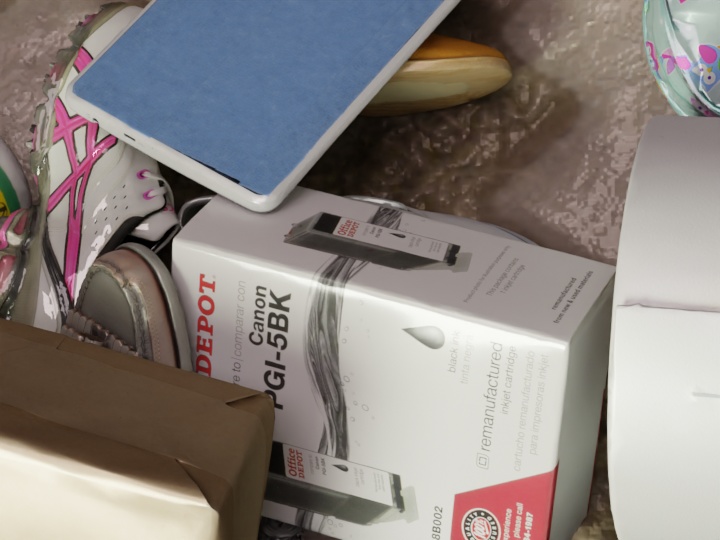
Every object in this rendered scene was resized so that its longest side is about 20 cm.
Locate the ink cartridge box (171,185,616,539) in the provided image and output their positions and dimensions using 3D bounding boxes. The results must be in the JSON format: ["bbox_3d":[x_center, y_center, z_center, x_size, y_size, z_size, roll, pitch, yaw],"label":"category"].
[{"bbox_3d":[0.011,0.053,1.112,0.199,0.083,0.147,14,120,18],"label":"ink cartridge box"}]

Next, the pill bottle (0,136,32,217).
[{"bbox_3d":[-0.261,0.007,1.170,0.112,0.113,0.200,19,45,18],"label":"pill bottle"}]

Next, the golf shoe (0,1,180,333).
[{"bbox_3d":[-0.128,-0.042,1.191,0.092,0.073,0.201,10,71,15],"label":"golf shoe"}]

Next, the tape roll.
[{"bbox_3d":[0.162,0.031,1.056,0.071,0.202,0.203,5,75,15],"label":"tape roll"}]

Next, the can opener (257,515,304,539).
[{"bbox_3d":[-0.023,0.181,1.116,0.200,0.063,0.079,43,131,40],"label":"can opener"}]

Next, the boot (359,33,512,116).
[{"bbox_3d":[-0.017,-0.157,1.224,0.200,0.071,0.145,-2,74,18],"label":"boot"}]

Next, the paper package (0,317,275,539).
[{"bbox_3d":[-0.148,0.139,1.060,0.190,0.104,0.201,15,118,7],"label":"paper package"}]

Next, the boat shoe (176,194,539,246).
[{"bbox_3d":[0.000,0.000,1.176,0.199,0.067,0.074,4,76,15],"label":"boat shoe"}]

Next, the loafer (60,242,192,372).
[{"bbox_3d":[-0.123,0.085,1.113,0.063,0.201,0.072,-19,38,-36],"label":"loafer"}]

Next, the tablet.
[{"bbox_3d":[-0.039,-0.122,1.160,0.130,0.014,0.200,29,60,21],"label":"tablet"}]

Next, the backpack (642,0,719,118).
[{"bbox_3d":[0.235,-0.133,1.126,0.199,0.127,0.168,-18,74,11],"label":"backpack"}]
